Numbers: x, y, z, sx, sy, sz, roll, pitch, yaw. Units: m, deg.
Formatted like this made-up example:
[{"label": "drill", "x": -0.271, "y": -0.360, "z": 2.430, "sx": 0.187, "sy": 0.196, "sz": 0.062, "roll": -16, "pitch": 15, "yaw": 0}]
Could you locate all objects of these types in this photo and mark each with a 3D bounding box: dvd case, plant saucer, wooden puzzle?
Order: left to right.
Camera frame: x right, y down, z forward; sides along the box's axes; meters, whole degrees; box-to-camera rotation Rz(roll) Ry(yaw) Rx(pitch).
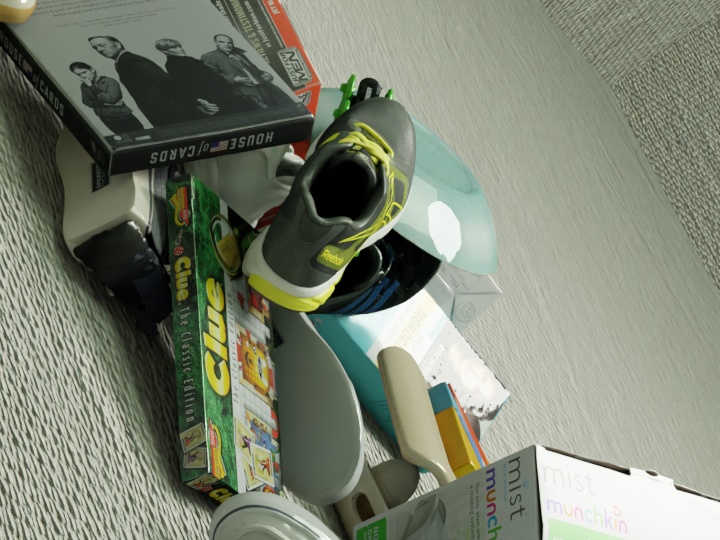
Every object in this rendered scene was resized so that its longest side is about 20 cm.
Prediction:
[{"label": "dvd case", "x": -0.143, "y": -0.136, "z": 1.643, "sx": 0.150, "sy": 0.025, "sz": 0.200, "roll": -12, "pitch": 43, "yaw": -32}, {"label": "plant saucer", "x": 0.034, "y": -0.078, "z": 1.878, "sx": 0.201, "sy": 0.039, "sz": 0.201, "roll": 36, "pitch": 17, "yaw": -13}, {"label": "wooden puzzle", "x": 0.082, "y": 0.159, "z": 1.775, "sx": 0.200, "sy": 0.037, "sz": 0.185, "roll": 57, "pitch": 7, "yaw": -22}]

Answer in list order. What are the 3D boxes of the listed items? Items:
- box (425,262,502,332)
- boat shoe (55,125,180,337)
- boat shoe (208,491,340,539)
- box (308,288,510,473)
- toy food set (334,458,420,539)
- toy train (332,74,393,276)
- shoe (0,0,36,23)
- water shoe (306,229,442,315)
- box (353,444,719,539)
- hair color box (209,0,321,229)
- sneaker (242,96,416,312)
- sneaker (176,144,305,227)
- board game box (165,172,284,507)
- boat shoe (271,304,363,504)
[{"label": "box", "x": 0.024, "y": -0.024, "z": 2.035, "sx": 0.117, "sy": 0.060, "sz": 0.200, "roll": 50, "pitch": -6, "yaw": -24}, {"label": "boat shoe", "x": -0.142, "y": -0.040, "z": 1.630, "sx": 0.093, "sy": 0.074, "sz": 0.200, "roll": 56, "pitch": 18, "yaw": -31}, {"label": "boat shoe", "x": -0.020, "y": 0.216, "z": 1.436, "sx": 0.201, "sy": 0.072, "sz": 0.066, "roll": 62, "pitch": 7, "yaw": -11}, {"label": "box", "x": 0.023, "y": 0.054, "z": 1.921, "sx": 0.200, "sy": 0.049, "sz": 0.082, "roll": 50, "pitch": 56, "yaw": -22}, {"label": "toy food set", "x": 0.053, "y": 0.194, "z": 1.755, "sx": 0.200, "sy": 0.060, "sz": 0.144, "roll": 35, "pitch": 24, "yaw": -56}, {"label": "toy train", "x": -0.013, "y": -0.058, "z": 1.733, "sx": 0.042, "sy": 0.056, "sz": 0.200, "roll": 21, "pitch": 41, "yaw": -6}, {"label": "shoe", "x": -0.253, "y": -0.233, "z": 1.657, "sx": 0.070, "sy": 0.054, "sz": 0.200, "roll": 2, "pitch": 40, "yaw": -30}, {"label": "water shoe", "x": 0.000, "y": 0.000, "z": 1.825, "sx": 0.199, "sy": 0.079, "sz": 0.072, "roll": -15, "pitch": 96, "yaw": -40}, {"label": "box", "x": 0.125, "y": 0.194, "z": 1.593, "sx": 0.199, "sy": 0.176, "sz": 0.097, "roll": 20, "pitch": 57, "yaw": -35}, {"label": "hair color box", "x": -0.082, "y": -0.113, "z": 1.806, "sx": 0.102, "sy": 0.061, "sz": 0.200, "roll": 63, "pitch": -16, "yaw": 19}, {"label": "sneaker", "x": -0.002, "y": -0.054, "z": 1.623, "sx": 0.074, "sy": 0.085, "sz": 0.200, "roll": 33, "pitch": 43, "yaw": -4}, {"label": "sneaker", "x": -0.076, "y": -0.053, "z": 1.723, "sx": 0.200, "sy": 0.088, "sz": 0.076, "roll": 101, "pitch": -26, "yaw": -76}, {"label": "board game box", "x": -0.082, "y": 0.051, "z": 1.563, "sx": 0.105, "sy": 0.023, "sz": 0.201, "roll": 39, "pitch": 40, "yaw": -54}, {"label": "boat shoe", "x": -0.049, "y": 0.070, "z": 1.651, "sx": 0.200, "sy": 0.072, "sz": 0.066, "roll": 58, "pitch": -2, "yaw": 31}]
